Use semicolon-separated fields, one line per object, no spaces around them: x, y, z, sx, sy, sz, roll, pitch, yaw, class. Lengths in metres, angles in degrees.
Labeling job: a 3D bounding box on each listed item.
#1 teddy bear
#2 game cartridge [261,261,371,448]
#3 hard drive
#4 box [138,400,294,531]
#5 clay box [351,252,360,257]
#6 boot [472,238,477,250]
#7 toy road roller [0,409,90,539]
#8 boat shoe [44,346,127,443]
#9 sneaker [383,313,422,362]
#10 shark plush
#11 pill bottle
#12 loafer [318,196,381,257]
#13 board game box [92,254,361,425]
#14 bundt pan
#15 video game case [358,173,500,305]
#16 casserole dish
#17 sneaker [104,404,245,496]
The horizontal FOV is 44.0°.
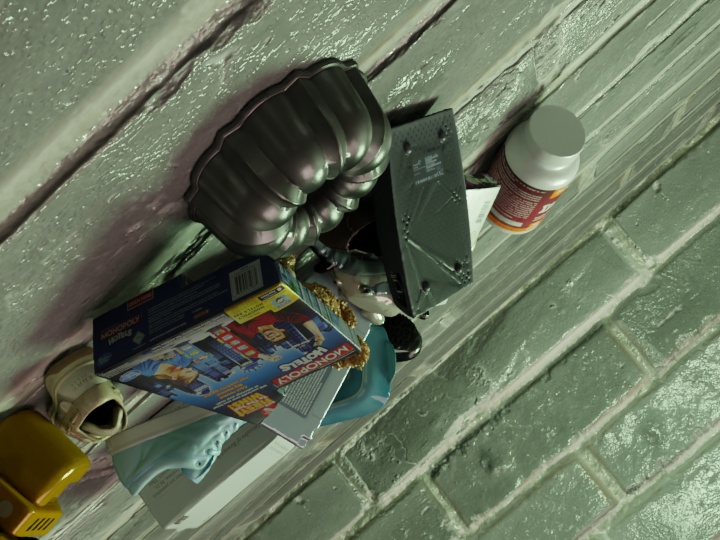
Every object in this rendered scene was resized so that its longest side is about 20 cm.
-0.058;0.042;0.973;0.066;0.199;0.146;-35;-146;23;teddy bear
-0.071;0.099;1.084;0.133;0.041;0.202;38;75;-36;game cartridge
0.067;-0.065;0.969;0.042;0.204;0.134;4;-159;40;hard drive
-0.216;0.255;1.267;0.199;0.131;0.199;-38;167;-8;box
-0.037;0.028;1.215;0.199;0.048;0.115;-34;166;-22;clay box
0.086;0.002;1.293;0.106;0.076;0.201;21;118;-34;boot
-0.336;0.201;0.813;0.147;0.122;0.200;-51;171;-13;toy road roller
-0.272;0.144;0.904;0.072;0.065;0.201;-33;165;-25;boat shoe
0.017;0.110;1.243;0.198;0.091;0.070;6;-142;44;sneaker
0.000;0.000;1.069;0.090;0.198;0.085;-23;-130;55;shark plush
0.251;-0.147;1.307;0.112;0.113;0.201;-33;165;-24;pill bottle
0.027;-0.044;1.016;0.198;0.071;0.074;-8;133;-42;loafer
-0.110;0.071;0.842;0.198;0.062;0.200;-25;145;16;board game box
-0.051;-0.082;0.776;0.201;0.076;0.202;-38;167;-10;bundt pan
0.079;-0.032;1.170;0.179;0.036;0.202;-8;132;-40;video game case
-0.036;0.138;1.183;0.198;0.123;0.038;-21;154;40;casserole dish
-0.174;0.187;0.980;0.197;0.083;0.074;-20;175;-12;sneaker
